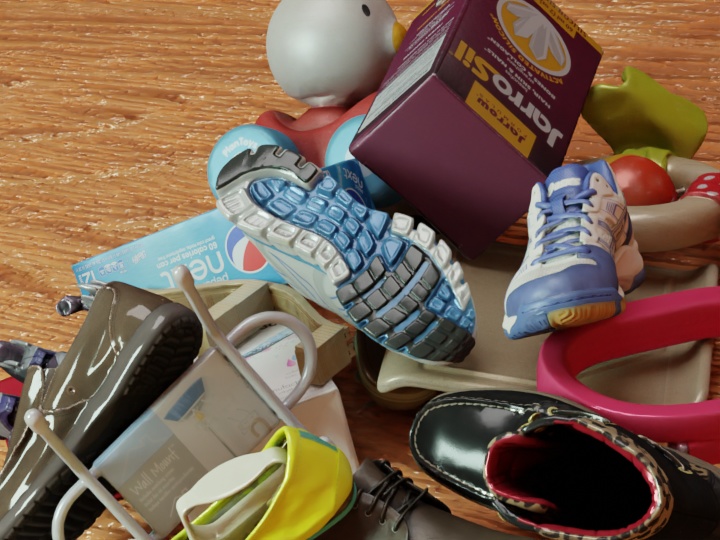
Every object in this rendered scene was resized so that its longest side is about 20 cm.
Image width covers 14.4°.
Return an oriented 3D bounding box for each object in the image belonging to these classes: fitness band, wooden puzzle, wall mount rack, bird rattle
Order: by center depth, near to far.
[{"bbox_3d":[-0.107,0.090,1.642,0.200,0.174,0.075,-45,28,-9],"label":"wall mount rack"},{"bbox_3d":[0.201,0.060,1.665,0.199,0.038,0.144,-10,29,-21],"label":"fitness band"},{"bbox_3d":[0.119,0.040,1.768,0.199,0.037,0.185,5,29,7],"label":"wooden puzzle"},{"bbox_3d":[0.199,-0.041,1.856,0.162,0.113,0.200,-16,34,-26],"label":"bird rattle"}]

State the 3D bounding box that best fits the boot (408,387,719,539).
[{"bbox_3d":[0.100,0.106,1.527,0.199,0.074,0.150,20,0,22],"label":"boot"}]

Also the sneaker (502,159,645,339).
[{"bbox_3d":[0.119,-0.015,1.689,0.075,0.089,0.200,-10,8,13],"label":"sneaker"}]

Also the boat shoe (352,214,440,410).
[{"bbox_3d":[0.035,0.038,1.850,0.073,0.063,0.200,14,32,3],"label":"boat shoe"}]

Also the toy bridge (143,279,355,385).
[{"bbox_3d":[-0.080,0.031,1.796,0.199,0.027,0.067,10,35,42],"label":"toy bridge"}]

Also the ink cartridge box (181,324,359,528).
[{"bbox_3d":[-0.085,0.082,1.807,0.116,0.068,0.200,-20,25,-9],"label":"ink cartridge box"}]

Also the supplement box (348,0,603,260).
[{"bbox_3d":[0.079,-0.113,1.860,0.086,0.110,0.200,-41,13,31],"label":"supplement box"}]

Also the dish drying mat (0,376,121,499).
[{"bbox_3d":[-0.196,0.109,1.881,0.076,0.018,0.200,-20,24,-6],"label":"dish drying mat"}]

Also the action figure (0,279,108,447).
[{"bbox_3d":[-0.188,0.075,1.795,0.200,0.069,0.131,-9,51,58],"label":"action figure"}]

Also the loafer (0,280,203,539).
[{"bbox_3d":[-0.172,0.090,1.694,0.071,0.073,0.200,41,97,29],"label":"loafer"}]

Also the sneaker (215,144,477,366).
[{"bbox_3d":[0.000,0.000,1.745,0.075,0.087,0.200,-44,60,-13],"label":"sneaker"}]

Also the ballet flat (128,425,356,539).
[{"bbox_3d":[-0.092,0.158,1.566,0.200,0.067,0.067,-41,37,6],"label":"ballet flat"}]

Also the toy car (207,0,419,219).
[{"bbox_3d":[-0.001,-0.133,1.969,0.176,0.201,0.184,-3,-5,26],"label":"toy car"}]

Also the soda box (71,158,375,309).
[{"bbox_3d":[-0.087,-0.010,1.870,0.199,0.064,0.068,-19,1,27],"label":"soda box"}]

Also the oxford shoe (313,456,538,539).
[{"bbox_3d":[0.022,0.150,1.584,0.199,0.085,0.073,4,28,33],"label":"oxford shoe"}]
